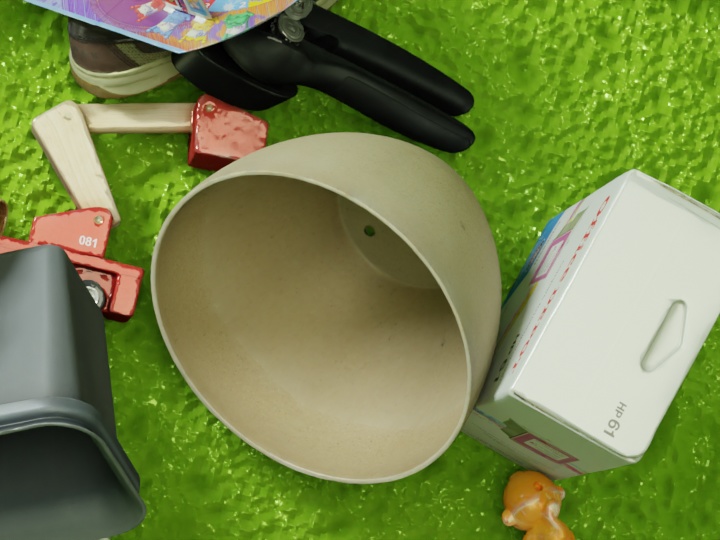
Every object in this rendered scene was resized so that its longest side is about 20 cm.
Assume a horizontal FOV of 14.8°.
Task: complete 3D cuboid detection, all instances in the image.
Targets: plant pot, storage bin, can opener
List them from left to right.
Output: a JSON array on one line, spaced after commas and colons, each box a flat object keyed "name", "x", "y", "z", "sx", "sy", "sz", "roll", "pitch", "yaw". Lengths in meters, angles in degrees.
[{"name": "storage bin", "x": -0.227, "y": 0.067, "z": 1.508, "sx": 0.200, "sy": 0.146, "sz": 0.135, "roll": -12, "pitch": 55, "yaw": 9}, {"name": "can opener", "x": -0.012, "y": -0.120, "z": 1.608, "sx": 0.200, "sy": 0.079, "sz": 0.064, "roll": 16, "pitch": 64, "yaw": -33}, {"name": "plant pot", "x": 0.000, "y": 0.000, "z": 1.572, "sx": 0.200, "sy": 0.200, "sz": 0.134, "roll": 44, "pitch": 43, "yaw": -2}]

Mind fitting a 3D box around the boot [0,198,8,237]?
[{"name": "boot", "x": -0.261, "y": -0.045, "z": 1.522, "sx": 0.154, "sy": 0.074, "sz": 0.200, "roll": 4, "pitch": 53, "yaw": 23}]

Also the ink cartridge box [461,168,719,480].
[{"name": "ink cartridge box", "x": 0.130, "y": 0.035, "z": 1.567, "sx": 0.085, "sy": 0.200, "sz": 0.145, "roll": 30, "pitch": 79, "yaw": -5}]

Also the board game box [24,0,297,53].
[{"name": "board game box", "x": -0.102, "y": -0.199, "z": 1.568, "sx": 0.158, "sy": 0.200, "sz": 0.039, "roll": -45, "pitch": 137, "yaw": -27}]

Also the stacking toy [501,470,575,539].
[{"name": "stacking toy", "x": 0.136, "y": 0.206, "z": 1.608, "sx": 0.116, "sy": 0.110, "sz": 0.200, "roll": -24, "pitch": 77, "yaw": -27}]

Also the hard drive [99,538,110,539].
[{"name": "hard drive", "x": -0.188, "y": 0.205, "z": 1.576, "sx": 0.140, "sy": 0.038, "sz": 0.200, "roll": -39, "pitch": 92, "yaw": -11}]

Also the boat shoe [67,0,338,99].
[{"name": "boat shoe", "x": -0.080, "y": -0.168, "z": 1.610, "sx": 0.200, "sy": 0.065, "sz": 0.073, "roll": -32, "pitch": 58, "yaw": -18}]

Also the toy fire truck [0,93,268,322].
[{"name": "toy fire truck", "x": -0.163, "y": -0.044, "z": 1.603, "sx": 0.200, "sy": 0.049, "sz": 0.141, "roll": 13, "pitch": 81, "yaw": -7}]
